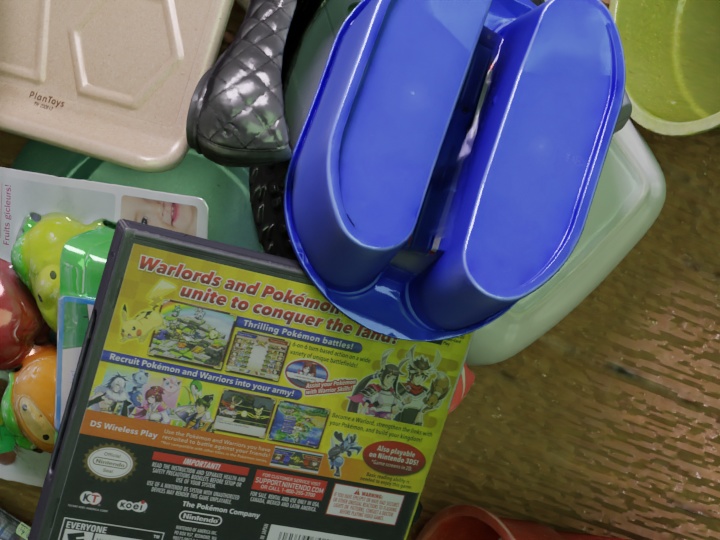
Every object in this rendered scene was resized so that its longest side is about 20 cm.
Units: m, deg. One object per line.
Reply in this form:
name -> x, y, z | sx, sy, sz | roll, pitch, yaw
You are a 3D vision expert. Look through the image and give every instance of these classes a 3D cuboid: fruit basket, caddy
fruit basket -> -0.182, 0.037, 0.711 | 0.200, 0.094, 0.185 | 9, 104, 9
caddy -> 0.044, -0.064, 0.644 | 0.141, 0.105, 0.200 | 22, 77, -8

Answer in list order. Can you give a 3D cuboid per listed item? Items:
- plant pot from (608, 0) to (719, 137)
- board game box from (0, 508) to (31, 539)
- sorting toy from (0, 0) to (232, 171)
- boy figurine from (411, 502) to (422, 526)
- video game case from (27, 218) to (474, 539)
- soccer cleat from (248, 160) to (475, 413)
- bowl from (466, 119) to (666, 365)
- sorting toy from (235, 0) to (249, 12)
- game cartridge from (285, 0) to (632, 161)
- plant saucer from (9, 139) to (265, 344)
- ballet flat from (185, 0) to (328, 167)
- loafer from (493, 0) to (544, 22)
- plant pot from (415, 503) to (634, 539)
plant pot -> 0.294, -0.158, 0.820 | 0.190, 0.200, 0.200 | 14, 89, -27
board game box -> -0.277, 0.144, 0.711 | 0.200, 0.023, 0.105 | 45, 71, -35
sorting toy -> -0.149, -0.167, 0.724 | 0.185, 0.036, 0.200 | 17, 86, 21
boy figurine -> -0.046, 0.095, 0.769 | 0.124, 0.064, 0.200 | -43, 114, -17
video game case -> -0.053, 0.083, 0.671 | 0.200, 0.026, 0.181 | 14, 100, -23
soccer cleat -> 0.000, 0.000, 0.766 | 0.073, 0.068, 0.200 | -16, 74, -55
bowl -> 0.091, -0.057, 0.817 | 0.200, 0.075, 0.200 | -43, 102, -10
sorting toy -> -0.027, -0.244, 0.767 | 0.185, 0.036, 0.200 | -42, 101, 19
game cartridge -> 0.049, -0.110, 0.743 | 0.200, 0.040, 0.133 | -12, 68, -9
plant saucer -> -0.122, -0.015, 0.783 | 0.200, 0.036, 0.200 | -1, 92, -15
ballet flat -> -0.034, -0.128, 0.686 | 0.057, 0.066, 0.200 | 15, 57, 9
loafer -> 0.028, -0.202, 0.705 | 0.070, 0.068, 0.201 | -38, 96, -31
plant pot -> 0.148, 0.248, 0.795 | 0.195, 0.201, 0.201 | 6, 91, -23
